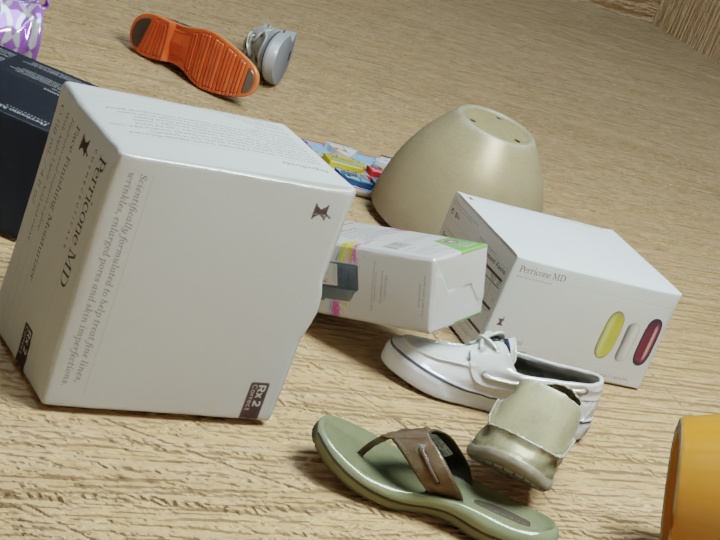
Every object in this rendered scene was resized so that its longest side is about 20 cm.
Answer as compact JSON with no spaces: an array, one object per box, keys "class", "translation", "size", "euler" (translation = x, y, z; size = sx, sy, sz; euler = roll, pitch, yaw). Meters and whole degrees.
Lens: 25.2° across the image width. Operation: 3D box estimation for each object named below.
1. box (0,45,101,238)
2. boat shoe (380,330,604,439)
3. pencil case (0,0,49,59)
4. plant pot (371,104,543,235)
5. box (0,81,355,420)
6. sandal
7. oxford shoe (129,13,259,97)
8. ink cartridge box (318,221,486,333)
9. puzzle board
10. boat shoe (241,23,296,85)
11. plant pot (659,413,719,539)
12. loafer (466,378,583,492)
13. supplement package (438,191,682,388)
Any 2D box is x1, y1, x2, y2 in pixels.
[{"class":"box","translation":[-0.347,-0.132,1.441],"size":[0.198,0.105,0.182],"euler":[23,18,4]},{"class":"boat shoe","translation":[0.118,0.085,1.420],"size":[0.198,0.066,0.074],"euler":[18,20,-11]},{"class":"pencil case","translation":[-0.442,-0.282,1.773],"size":[0.198,0.086,0.084],"euler":[11,20,-26]},{"class":"plant pot","translation":[0.129,-0.106,1.816],"size":[0.199,0.135,0.201],"euler":[21,24,-10]},{"class":"box","translation":[-0.140,-0.011,1.189],"size":[0.199,0.201,0.131],"euler":[8,22,-35]},{"class":"sandal","translation":[0.059,0.149,1.197],"size":[0.199,0.058,0.080],"euler":[22,19,0]},{"class":"oxford shoe","translation":[-0.198,-0.277,2.051],"size":[0.199,0.072,0.073],"euler":[31,16,24]},{"class":"ink cartridge box","translation":[0.000,0.000,1.450],"size":[0.198,0.068,0.117],"euler":[10,12,27]},{"class":"puzzle board","translation":[0.037,-0.111,1.941],"size":[0.198,0.018,0.151],"euler":[14,21,-24]},{"class":"boat shoe","translation":[-0.129,-0.304,2.200],"size":[0.065,0.073,0.200],"euler":[17,18,-1]},{"class":"plant pot","translation":[0.324,0.185,1.215],"size":[0.181,0.202,0.200],"euler":[8,18,7]},{"class":"loafer","translation":[0.136,0.125,1.286],"size":[0.075,0.069,0.200],"euler":[24,7,10]},{"class":"supplement package","translation":[0.188,0.019,1.608],"size":[0.198,0.112,0.156],"euler":[12,21,-26]}]
